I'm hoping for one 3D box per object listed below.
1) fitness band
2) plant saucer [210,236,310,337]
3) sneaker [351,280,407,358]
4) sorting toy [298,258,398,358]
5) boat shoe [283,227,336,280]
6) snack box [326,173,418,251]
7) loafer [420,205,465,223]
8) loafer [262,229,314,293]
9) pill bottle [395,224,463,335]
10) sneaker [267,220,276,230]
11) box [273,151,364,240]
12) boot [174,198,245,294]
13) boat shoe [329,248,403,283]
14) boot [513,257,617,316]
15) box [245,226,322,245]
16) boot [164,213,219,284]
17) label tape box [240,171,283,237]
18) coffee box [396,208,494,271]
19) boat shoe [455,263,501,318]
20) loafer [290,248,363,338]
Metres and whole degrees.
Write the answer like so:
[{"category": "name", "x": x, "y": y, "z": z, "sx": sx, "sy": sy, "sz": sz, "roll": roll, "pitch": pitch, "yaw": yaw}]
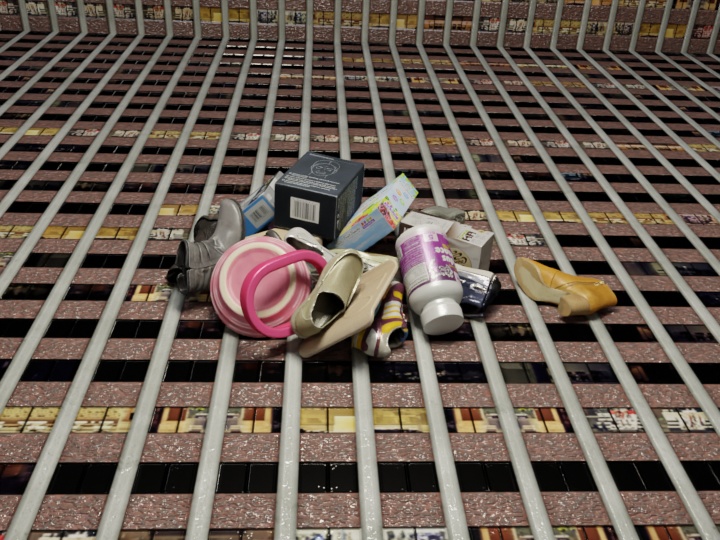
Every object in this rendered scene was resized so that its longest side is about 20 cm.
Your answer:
[{"category": "fitness band", "x": -0.132, "y": 0.043, "z": 1.373, "sx": 0.198, "sy": 0.146, "sz": 0.037, "roll": -22, "pitch": 18, "yaw": -35}, {"category": "plant saucer", "x": -0.195, "y": 0.025, "z": 1.433, "sx": 0.196, "sy": 0.051, "sz": 0.205, "roll": 0, "pitch": 70, "yaw": 1}, {"category": "sneaker", "x": 0.059, "y": 0.099, "z": 1.431, "sx": 0.089, "sy": 0.076, "sz": 0.200, "roll": 22, "pitch": 42, "yaw": 17}, {"category": "sorting toy", "x": -0.017, "y": 0.075, "z": 1.409, "sx": 0.184, "sy": 0.037, "sz": 0.201, "roll": -30, "pitch": 19, "yaw": 31}, {"category": "boat shoe", "x": -0.079, "y": -0.009, "z": 1.529, "sx": 0.198, "sy": 0.071, "sz": 0.069, "roll": 35, "pitch": 16, "yaw": 0}, {"category": "snack box", "x": 0.029, "y": -0.118, "z": 1.688, "sx": 0.068, "sy": 0.168, "sz": 0.200, "roll": 50, "pitch": 33, "yaw": -9}, {"category": "loafer", "x": 0.176, "y": -0.119, "z": 1.776, "sx": 0.069, "sy": 0.071, "sz": 0.198, "roll": 17, "pitch": 14, "yaw": 37}, {"category": "loafer", "x": -0.152, "y": 0.015, "z": 1.502, "sx": 0.071, "sy": 0.073, "sz": 0.201, "roll": -33, "pitch": 73, "yaw": -11}, {"category": "pill bottle", "x": 0.141, "y": 0.020, "z": 1.469, "sx": 0.110, "sy": 0.113, "sz": 0.203, "roll": -5, "pitch": 60, "yaw": -13}, {"category": "sneaker", "x": -0.141, "y": -0.120, "z": 1.765, "sx": 0.198, "sy": 0.082, "sz": 0.088, "roll": -18, "pitch": 28, "yaw": -34}, {"category": "box", "x": -0.090, "y": -0.172, "z": 1.664, "sx": 0.146, "sy": 0.109, "sz": 0.201, "roll": 13, "pitch": 32, "yaw": 14}, {"category": "boot", "x": -0.301, "y": -0.052, "z": 1.482, "sx": 0.130, "sy": 0.204, "sz": 0.069, "roll": 6, "pitch": -11, "yaw": -43}, {"category": "boat shoe", "x": 0.001, "y": 0.001, "z": 1.581, "sx": 0.197, "sy": 0.072, "sz": 0.067, "roll": 6, "pitch": 64, "yaw": 17}, {"category": "boot", "x": 0.435, "y": 0.030, "z": 1.582, "sx": 0.142, "sy": 0.072, "sz": 0.201, "roll": -9, "pitch": 36, "yaw": -30}, {"category": "box", "x": -0.187, "y": -0.032, "z": 1.607, "sx": 0.198, "sy": 0.079, "sz": 0.095, "roll": -20, "pitch": 39, "yaw": -33}, {"category": "boot", "x": -0.360, "y": -0.041, "z": 1.598, "sx": 0.175, "sy": 0.069, "sz": 0.199, "roll": -53, "pitch": 19, "yaw": -27}, {"category": "label tape box", "x": -0.229, "y": -0.160, "z": 1.752, "sx": 0.143, "sy": 0.063, "sz": 0.201, "roll": -34, "pitch": 18, "yaw": 28}, {"category": "coffee box", "x": 0.183, "y": -0.046, "z": 1.629, "sx": 0.197, "sy": 0.115, "sz": 0.080, "roll": 19, "pitch": 34, "yaw": 24}, {"category": "boat shoe", "x": 0.184, "y": 0.038, "z": 1.537, "sx": 0.197, "sy": 0.075, "sz": 0.093, "roll": 8, "pitch": 47, "yaw": 29}, {"category": "loafer", "x": -0.048, "y": 0.044, "z": 1.373, "sx": 0.068, "sy": 0.076, "sz": 0.201, "roll": -2, "pitch": 49, "yaw": 55}]
